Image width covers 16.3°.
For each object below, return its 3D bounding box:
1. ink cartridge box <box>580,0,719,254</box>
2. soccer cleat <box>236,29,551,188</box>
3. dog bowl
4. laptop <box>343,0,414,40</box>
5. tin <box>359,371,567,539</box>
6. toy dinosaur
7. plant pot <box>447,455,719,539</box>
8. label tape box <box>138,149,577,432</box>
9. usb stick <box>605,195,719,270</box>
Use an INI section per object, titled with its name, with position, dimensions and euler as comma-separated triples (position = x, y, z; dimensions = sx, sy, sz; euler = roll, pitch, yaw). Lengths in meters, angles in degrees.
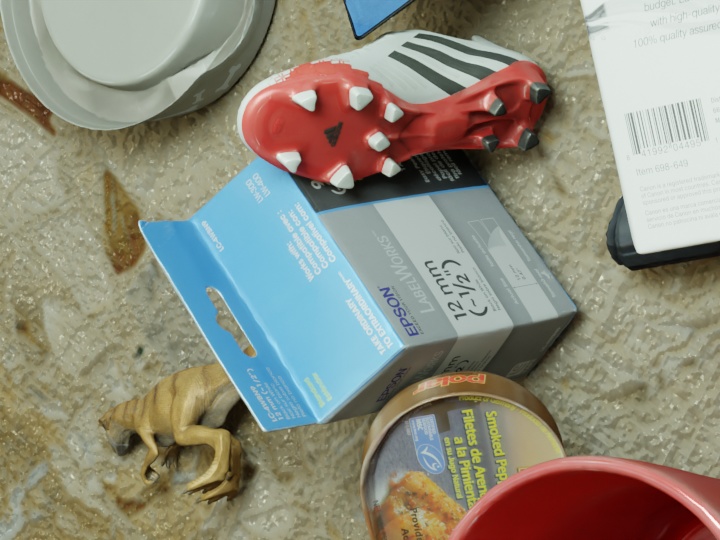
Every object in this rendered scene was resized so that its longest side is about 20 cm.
[ink cartridge box]
position = 0.185, -0.121, 1.178
dimensions = 0.145, 0.085, 0.200
euler = -10, 96, 37
[soccer cleat]
position = 0.011, -0.095, 1.364
dimensions = 0.085, 0.200, 0.069
euler = 45, 133, 43
[dog bowl]
position = -0.134, -0.184, 1.558
dimensions = 0.200, 0.059, 0.200
euler = -1, 88, 37
[laptop]
position = 0.029, -0.267, 1.358
dimensions = 0.200, 0.116, 0.187
euler = 85, 172, -47
[tin]
position = 0.065, 0.146, 1.345
dimensions = 0.112, 0.042, 0.200
euler = -9, 115, 8
[toy dinosaur]
position = -0.094, 0.080, 1.518
dimensions = 0.200, 0.060, 0.106
euler = -30, 69, 33
[plant pot]
position = 0.158, 0.185, 1.247
dimensions = 0.200, 0.177, 0.201
euler = -1, 89, 37
[label tape box]
position = 0.000, 0.000, 1.357
dimensions = 0.143, 0.200, 0.066
euler = 56, 131, 24
[usb stick]
position = 0.217, -0.037, 1.293
dimensions = 0.200, 0.033, 0.056
euler = -11, 47, 37
